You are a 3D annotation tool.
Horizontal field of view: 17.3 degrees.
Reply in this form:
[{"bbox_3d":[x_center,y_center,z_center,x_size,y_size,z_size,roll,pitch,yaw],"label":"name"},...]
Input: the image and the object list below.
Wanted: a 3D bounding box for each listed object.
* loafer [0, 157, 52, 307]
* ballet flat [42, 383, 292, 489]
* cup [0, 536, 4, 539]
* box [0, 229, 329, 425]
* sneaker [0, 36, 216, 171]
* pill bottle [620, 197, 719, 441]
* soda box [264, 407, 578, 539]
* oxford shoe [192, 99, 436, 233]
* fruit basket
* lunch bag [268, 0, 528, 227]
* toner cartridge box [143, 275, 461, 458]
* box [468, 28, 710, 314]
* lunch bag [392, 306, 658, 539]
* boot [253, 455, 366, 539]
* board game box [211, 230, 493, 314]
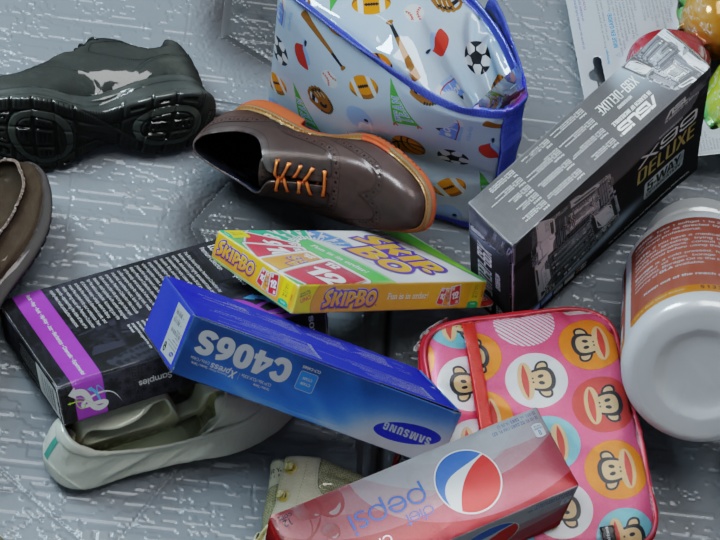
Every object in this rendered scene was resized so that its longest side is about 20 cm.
[{"bbox_3d":[-0.280,-0.006,1.664,0.071,0.073,0.201,44,50,-33],"label":"loafer"},{"bbox_3d":[-0.125,0.098,1.639,0.198,0.070,0.070,-17,61,-19],"label":"ballet flat"},{"bbox_3d":[-0.287,0.224,1.488,0.198,0.144,0.202,4,57,-5],"label":"cup"},{"bbox_3d":[-0.138,0.037,1.654,0.198,0.036,0.143,-18,29,-18],"label":"box"},{"bbox_3d":[-0.213,-0.131,1.780,0.198,0.076,0.091,-4,48,-19],"label":"sneaker"},{"bbox_3d":[0.241,0.027,1.675,0.111,0.113,0.200,14,27,1],"label":"pill bottle"},{"bbox_3d":[0.038,0.162,1.533,0.199,0.070,0.064,-21,66,-17],"label":"soda box"},{"bbox_3d":[-0.035,-0.066,1.725,0.199,0.072,0.072,20,28,33],"label":"oxford shoe"},{"bbox_3d":[0.271,-0.163,1.868,0.198,0.094,0.187,-10,58,4],"label":"fruit basket"},{"bbox_3d":[0.039,-0.138,1.754,0.200,0.170,0.124,40,65,19],"label":"lunch bag"},{"bbox_3d":[-0.039,0.067,1.565,0.199,0.043,0.095,21,10,-20],"label":"toner cartridge box"},{"bbox_3d":[0.164,-0.063,1.706,0.200,0.158,0.050,-41,70,-15],"label":"box"},{"bbox_3d":[0.108,0.128,1.650,0.174,0.082,0.201,-5,59,-6],"label":"lunch bag"},{"bbox_3d":[-0.071,0.198,1.580,0.198,0.072,0.156,10,57,-8],"label":"boot"},{"bbox_3d":[0.000,0.000,1.674,0.199,0.030,0.095,2,22,-44],"label":"board game box"}]
